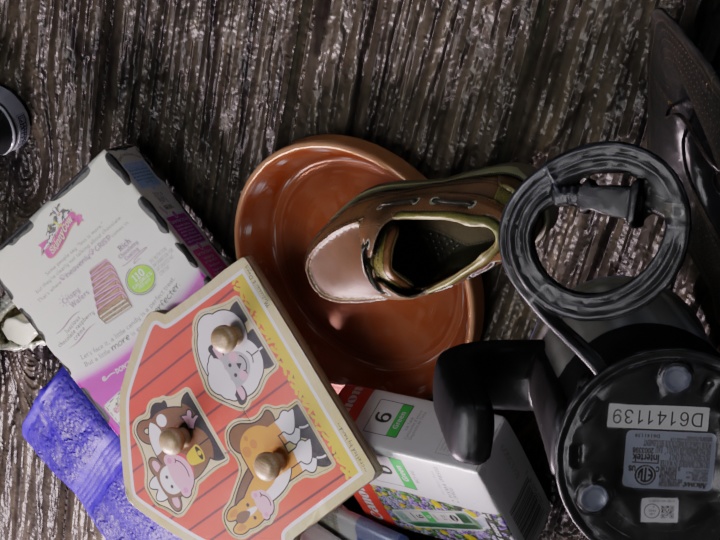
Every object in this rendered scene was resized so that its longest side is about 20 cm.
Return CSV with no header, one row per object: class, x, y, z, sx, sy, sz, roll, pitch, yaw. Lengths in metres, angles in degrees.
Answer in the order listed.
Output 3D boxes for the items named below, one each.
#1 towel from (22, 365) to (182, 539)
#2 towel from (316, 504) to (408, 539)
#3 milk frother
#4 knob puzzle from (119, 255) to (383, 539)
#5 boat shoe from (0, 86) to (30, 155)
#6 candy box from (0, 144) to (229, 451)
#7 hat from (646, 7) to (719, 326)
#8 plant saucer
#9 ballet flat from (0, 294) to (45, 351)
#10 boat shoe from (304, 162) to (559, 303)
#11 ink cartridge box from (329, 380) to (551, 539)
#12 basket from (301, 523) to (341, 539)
towel,-0.202,0.179,1.347,0.200,0.050,0.148,48,150,7
towel,-0.037,0.206,1.244,0.199,0.024,0.147,22,143,29
milk frother,0.143,0.029,0.901,0.180,0.188,0.201,19,101,-4
knob puzzle,-0.104,0.116,1.134,0.219,0.030,0.221,6,101,31
boat shoe,-0.359,-0.130,1.305,0.199,0.068,0.074,26,127,25
candy box,-0.165,0.026,1.209,0.136,0.061,0.200,-39,88,16
hat,0.215,-0.056,0.875,0.081,0.201,0.201,-18,107,-2
plant saucer,0.000,0.000,1.121,0.200,0.032,0.201,19,126,29
ballet flat,-0.231,0.031,1.298,0.200,0.072,0.072,-19,101,42
boat shoe,0.027,-0.018,1.020,0.200,0.068,0.072,-22,101,43
ink cartridge box,0.025,0.135,1.138,0.199,0.050,0.109,8,143,35
basket,-0.039,0.303,1.222,0.135,0.123,0.200,33,147,16
